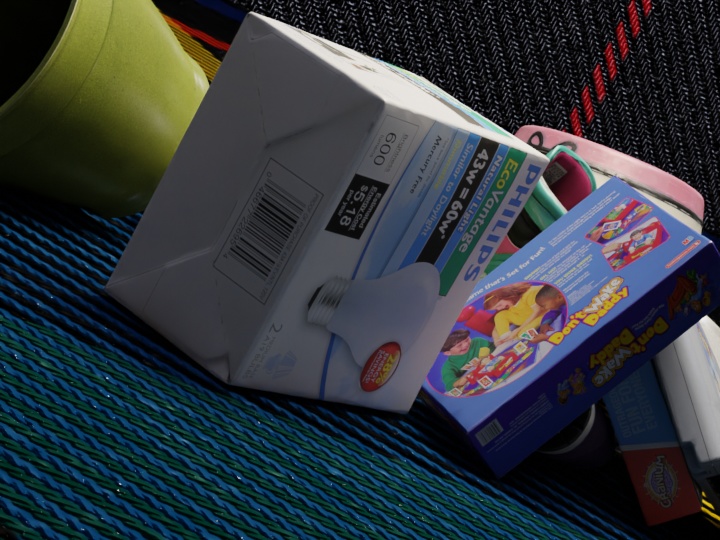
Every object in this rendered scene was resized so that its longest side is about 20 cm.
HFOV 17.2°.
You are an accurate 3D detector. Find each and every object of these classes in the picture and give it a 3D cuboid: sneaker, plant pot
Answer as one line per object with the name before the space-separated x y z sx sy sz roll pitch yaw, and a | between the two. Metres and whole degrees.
sneaker | 0.109 -0.045 1.725 0.084 0.121 0.200 25 15 -48
plant pot | -0.203 -0.130 1.584 0.200 0.201 0.193 36 0 42
sneaker | 0.096 0.080 1.672 0.200 0.076 0.088 39 -1 35

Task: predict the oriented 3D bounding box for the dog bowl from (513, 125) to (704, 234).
dog bowl | 0.195 -0.056 1.967 0.199 0.074 0.200 23 -3 1

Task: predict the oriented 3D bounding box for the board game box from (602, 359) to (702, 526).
board game box | 0.201 0.086 1.694 0.200 0.040 0.154 -32 102 -80

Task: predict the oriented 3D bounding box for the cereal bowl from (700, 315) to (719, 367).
cereal bowl | 0.255 0.068 1.947 0.200 0.083 0.200 44 3 -3

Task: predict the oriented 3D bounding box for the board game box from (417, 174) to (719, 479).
board game box | 0.130 0.034 1.563 0.045 0.200 0.134 55 -6 -30

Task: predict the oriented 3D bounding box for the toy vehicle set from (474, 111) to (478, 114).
toy vehicle set | 0.085 -0.043 1.855 0.124 0.027 0.200 11 -40 50

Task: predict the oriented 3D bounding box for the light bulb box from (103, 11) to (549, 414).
light bulb box | -0.018 -0.030 1.473 0.125 0.199 0.200 36 13 33

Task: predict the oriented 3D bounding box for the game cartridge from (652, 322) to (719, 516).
game cartridge | 0.238 0.094 1.663 0.200 0.041 0.134 46 31 -68
